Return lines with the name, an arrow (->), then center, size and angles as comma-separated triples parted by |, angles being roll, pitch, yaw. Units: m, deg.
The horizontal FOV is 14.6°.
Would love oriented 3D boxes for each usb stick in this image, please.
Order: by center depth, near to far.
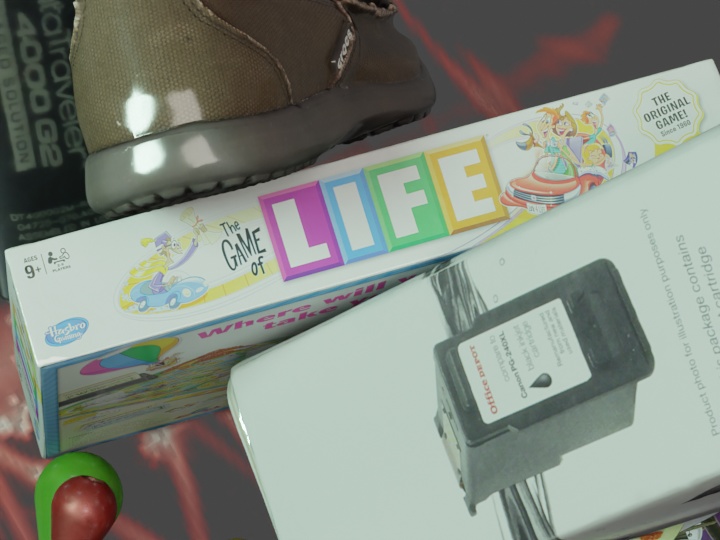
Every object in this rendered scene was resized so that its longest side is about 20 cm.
usb stick -> -0.093, -0.070, 0.787 | 0.055, 0.033, 0.200 | -14, 131, -9

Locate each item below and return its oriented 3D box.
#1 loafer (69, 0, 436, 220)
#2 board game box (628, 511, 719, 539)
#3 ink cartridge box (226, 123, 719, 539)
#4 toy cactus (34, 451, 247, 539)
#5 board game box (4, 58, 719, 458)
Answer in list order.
loafer -> -0.028, -0.065, 0.772 | 0.073, 0.200, 0.071 | -13, 97, 12
board game box -> 0.125, 0.106, 0.749 | 0.199, 0.032, 0.120 | -18, 134, 2
ink cartridge box -> 0.086, 0.027, 0.763 | 0.145, 0.200, 0.084 | -2, 70, -51
toy cactus -> -0.074, 0.147, 0.789 | 0.165, 0.102, 0.201 | 3, 77, -50
board game box -> 0.000, 0.000, 0.805 | 0.199, 0.134, 0.034 | -15, 78, -10
